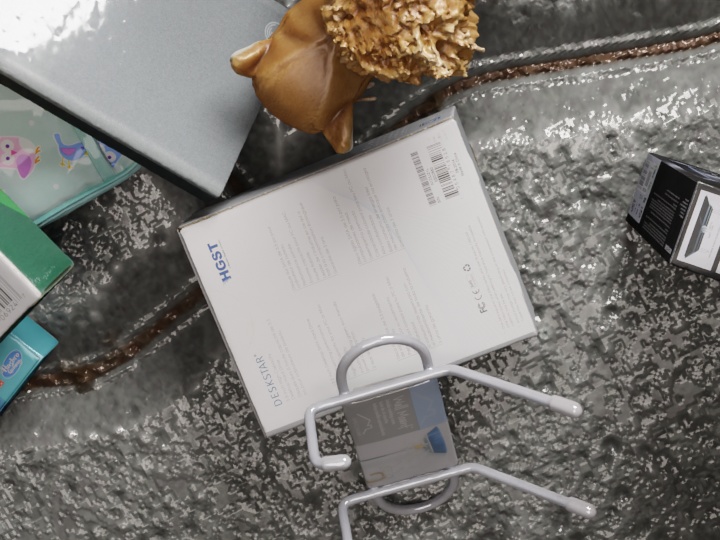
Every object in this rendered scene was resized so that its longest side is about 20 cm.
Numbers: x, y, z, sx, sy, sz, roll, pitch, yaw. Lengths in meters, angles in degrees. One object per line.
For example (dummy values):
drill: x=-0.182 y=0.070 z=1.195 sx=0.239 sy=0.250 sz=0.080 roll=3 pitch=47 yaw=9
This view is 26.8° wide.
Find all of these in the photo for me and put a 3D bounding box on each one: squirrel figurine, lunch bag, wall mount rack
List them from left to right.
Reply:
lunch bag: x=-0.233 y=-0.132 z=1.007 sx=0.159 sy=0.077 sz=0.201 roll=-26 pitch=100 yaw=10
squirrel figurine: x=0.006 y=-0.169 z=0.919 sx=0.141 sy=0.200 sz=0.187 roll=41 pitch=90 yaw=-12
wall mount rack: x=0.059 y=0.122 z=0.997 sx=0.172 sy=0.075 sz=0.201 roll=-15 pitch=138 yaw=1

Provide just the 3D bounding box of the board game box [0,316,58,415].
board game box: x=-0.339 y=0.048 z=1.069 sx=0.200 sy=0.047 sz=0.151 roll=40 pitch=101 yaw=-5

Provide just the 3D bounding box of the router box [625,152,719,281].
router box: x=0.256 y=-0.018 z=0.934 sx=0.156 sy=0.200 sz=0.053 roll=18 pitch=100 yaw=0

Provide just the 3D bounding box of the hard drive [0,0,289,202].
hard drive: x=-0.149 y=-0.152 z=0.963 sx=0.199 sy=0.033 sz=0.141 roll=30 pitch=71 yaw=-21

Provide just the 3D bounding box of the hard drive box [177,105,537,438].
hard drive box: x=0.000 y=0.000 z=1.020 sx=0.198 sy=0.077 sz=0.157 roll=-21 pitch=100 yaw=8

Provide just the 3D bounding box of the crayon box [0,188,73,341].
crayon box: x=-0.299 y=-0.030 z=0.982 sx=0.200 sy=0.052 sz=0.126 roll=46 pitch=121 yaw=-7
